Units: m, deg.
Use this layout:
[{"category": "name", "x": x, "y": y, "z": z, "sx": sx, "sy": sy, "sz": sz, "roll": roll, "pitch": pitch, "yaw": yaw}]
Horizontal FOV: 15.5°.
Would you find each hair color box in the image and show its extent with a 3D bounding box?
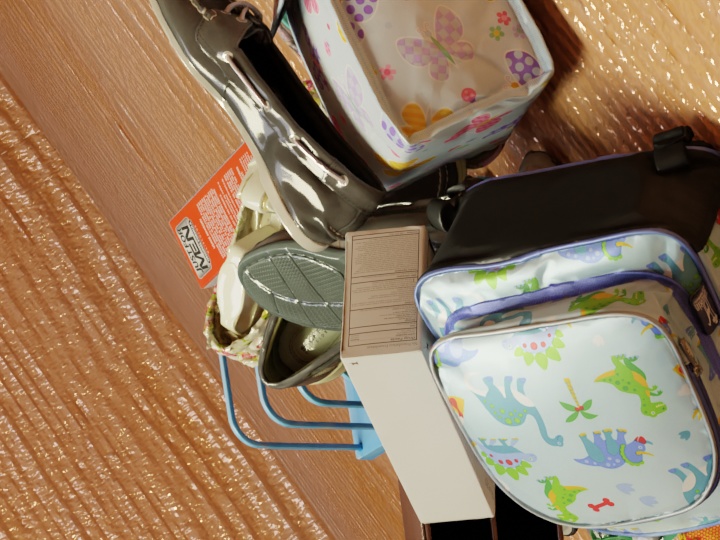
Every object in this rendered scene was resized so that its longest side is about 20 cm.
[{"category": "hair color box", "x": -0.042, "y": -0.067, "z": 1.854, "sx": 0.200, "sy": 0.101, "sz": 0.061, "roll": -42, "pitch": 71, "yaw": 49}]

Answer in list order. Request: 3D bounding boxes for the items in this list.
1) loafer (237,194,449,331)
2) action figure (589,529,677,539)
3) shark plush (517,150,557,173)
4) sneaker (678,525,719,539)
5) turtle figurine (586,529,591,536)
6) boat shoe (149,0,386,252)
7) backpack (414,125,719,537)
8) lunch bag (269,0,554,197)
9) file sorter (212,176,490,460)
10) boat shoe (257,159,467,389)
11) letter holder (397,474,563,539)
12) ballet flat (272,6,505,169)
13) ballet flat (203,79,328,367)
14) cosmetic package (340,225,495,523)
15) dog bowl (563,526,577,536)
[{"category": "loafer", "x": 0.013, "y": -0.009, "z": 1.574, "sx": 0.199, "sy": 0.063, "sz": 0.072, "roll": -5, "pitch": 128, "yaw": 45}, {"category": "action figure", "x": 0.179, "y": 0.111, "z": 1.587, "sx": 0.200, "sy": 0.054, "sz": 0.118, "roll": 110, "pitch": 147, "yaw": -52}, {"category": "shark plush", "x": 0.145, "y": 0.023, "z": 1.653, "sx": 0.200, "sy": 0.091, "sz": 0.083, "roll": 58, "pitch": -170, "yaw": -25}, {"category": "sneaker", "x": 0.217, "y": 0.145, "z": 1.631, "sx": 0.200, "sy": 0.077, "sz": 0.073, "roll": 57, "pitch": 172, "yaw": 30}, {"category": "turtle figurine", "x": 0.173, "y": 0.235, "z": 1.756, "sx": 0.194, "sy": 0.200, "sz": 0.144, "roll": 63, "pitch": -163, "yaw": 16}, {"category": "boat shoe", "x": -0.052, "y": -0.108, "z": 1.533, "sx": 0.200, "sy": 0.057, "sz": 0.067, "roll": 59, "pitch": -155, "yaw": 5}, {"category": "backpack", "x": 0.139, "y": 0.053, "z": 1.401, "sx": 0.182, "sy": 0.147, "sz": 0.200, "roll": -12, "pitch": 125, "yaw": 34}, {"category": "lunch bag", "x": 0.012, "y": -0.159, "z": 1.539, "sx": 0.170, "sy": 0.127, "sz": 0.201, "roll": 128, "pitch": 118, "yaw": -78}, {"category": "file sorter", "x": -0.001, "y": 0.033, "z": 1.820, "sx": 0.200, "sy": 0.122, "sz": 0.139, "roll": -35, "pitch": 58, "yaw": 51}, {"category": "boat shoe", "x": -0.001, "y": 0.000, "z": 1.653, "sx": 0.072, "sy": 0.201, "sz": 0.066, "roll": 38, "pitch": -152, "yaw": 7}, {"category": "letter holder", "x": 0.081, "y": 0.173, "z": 1.683, "sx": 0.142, "sy": 0.100, "sz": 0.201, "roll": -104, "pitch": 7, "yaw": -72}, {"category": "ballet flat", "x": 0.027, "y": -0.123, "z": 1.703, "sx": 0.200, "sy": 0.069, "sz": 0.071, "roll": 36, "pitch": 176, "yaw": 28}, {"category": "ballet flat", "x": -0.057, "y": -0.027, "z": 1.740, "sx": 0.075, "sy": 0.064, "sz": 0.201, "roll": 23, "pitch": 108, "yaw": 35}, {"category": "cosmetic package", "x": 0.037, "y": 0.063, "z": 1.504, "sx": 0.200, "sy": 0.050, "sz": 0.083, "roll": 65, "pitch": -156, "yaw": -56}, {"category": "dog bowl", "x": 0.122, "y": 0.089, "z": 1.905, "sx": 0.200, "sy": 0.074, "sz": 0.200, "roll": 54, "pitch": 168, "yaw": 16}]
